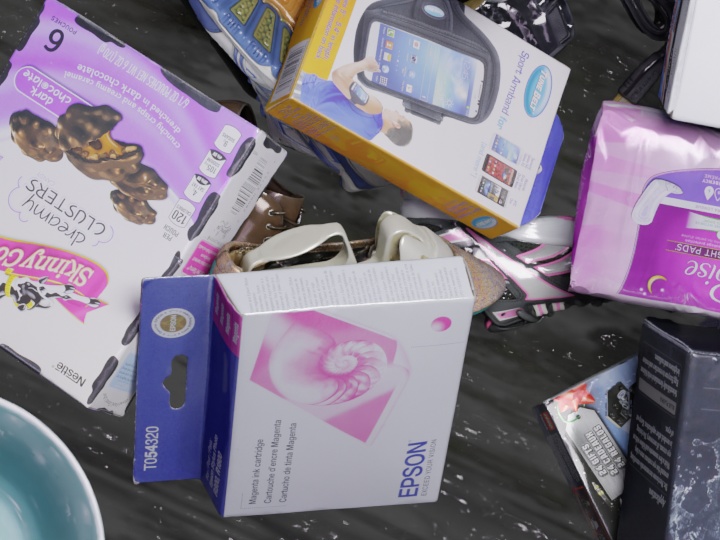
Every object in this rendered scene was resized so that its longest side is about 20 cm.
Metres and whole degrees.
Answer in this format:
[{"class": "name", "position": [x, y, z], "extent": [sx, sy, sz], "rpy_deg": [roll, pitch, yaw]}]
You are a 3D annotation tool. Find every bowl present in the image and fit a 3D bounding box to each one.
[{"class": "bowl", "position": [-0.258, 0.177, 1.472], "extent": [0.199, 0.105, 0.203], "rpy_deg": [2, 80, -9]}]

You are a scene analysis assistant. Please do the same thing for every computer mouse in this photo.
[{"class": "computer mouse", "position": [0.117, -0.142, 1.609], "extent": [0.140, 0.046, 0.200], "rpy_deg": [43, 94, -11]}]

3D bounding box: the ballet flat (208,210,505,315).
[{"class": "ballet flat", "position": [0.000, 0.000, 1.492], "extent": [0.198, 0.068, 0.068], "rpy_deg": [-8, 127, -18]}]

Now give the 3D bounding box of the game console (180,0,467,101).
[{"class": "game console", "position": [-0.025, -0.239, 1.573], "extent": [0.199, 0.117, 0.176], "rpy_deg": [-25, 115, 24]}]

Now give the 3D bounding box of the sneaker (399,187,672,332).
[{"class": "sneaker", "position": [0.113, 0.003, 1.587], "extent": [0.198, 0.080, 0.087], "rpy_deg": [15, 90, 2]}]

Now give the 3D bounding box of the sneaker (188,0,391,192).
[{"class": "sneaker", "position": [-0.047, -0.119, 1.538], "extent": [0.200, 0.088, 0.076], "rpy_deg": [43, 50, -15]}]

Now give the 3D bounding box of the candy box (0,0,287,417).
[{"class": "candy box", "position": [-0.171, -0.038, 1.497], "extent": [0.167, 0.072, 0.201], "rpy_deg": [32, 90, 14]}]

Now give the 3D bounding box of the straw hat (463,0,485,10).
[{"class": "straw hat", "position": [0.043, -0.255, 1.598], "extent": [0.199, 0.085, 0.203], "rpy_deg": [2, 96, 23]}]

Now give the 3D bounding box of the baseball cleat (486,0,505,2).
[{"class": "baseball cleat", "position": [0.057, -0.260, 1.461], "extent": [0.106, 0.070, 0.202], "rpy_deg": [20, 54, -38]}]

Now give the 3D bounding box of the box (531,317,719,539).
[{"class": "box", "position": [0.218, 0.149, 1.587], "extent": [0.136, 0.040, 0.201], "rpy_deg": [-25, 86, -13]}]

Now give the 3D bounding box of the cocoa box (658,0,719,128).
[{"class": "cocoa box", "position": [0.290, -0.143, 1.455], "extent": [0.198, 0.131, 0.135], "rpy_deg": [11, 100, 2]}]

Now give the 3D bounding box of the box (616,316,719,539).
[{"class": "box", "position": [0.270, 0.144, 1.494], "extent": [0.195, 0.117, 0.202], "rpy_deg": [5, 98, -9]}]

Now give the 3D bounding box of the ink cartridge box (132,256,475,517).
[{"class": "ink cartridge box", "position": [-0.038, 0.077, 1.485], "extent": [0.198, 0.197, 0.044], "rpy_deg": [-5, 48, -11]}]

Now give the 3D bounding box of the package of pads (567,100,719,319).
[{"class": "package of pads", "position": [0.233, -0.029, 1.499], "extent": [0.198, 0.076, 0.122], "rpy_deg": [10, 101, 3]}]

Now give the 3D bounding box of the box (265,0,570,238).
[{"class": "box", "position": [0.048, -0.108, 1.509], "extent": [0.199, 0.041, 0.120], "rpy_deg": [27, 68, -20]}]

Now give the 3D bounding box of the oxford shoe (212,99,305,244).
[{"class": "oxford shoe", "position": [-0.072, -0.014, 1.538], "extent": [0.084, 0.073, 0.202], "rpy_deg": [-17, 86, 20]}]
